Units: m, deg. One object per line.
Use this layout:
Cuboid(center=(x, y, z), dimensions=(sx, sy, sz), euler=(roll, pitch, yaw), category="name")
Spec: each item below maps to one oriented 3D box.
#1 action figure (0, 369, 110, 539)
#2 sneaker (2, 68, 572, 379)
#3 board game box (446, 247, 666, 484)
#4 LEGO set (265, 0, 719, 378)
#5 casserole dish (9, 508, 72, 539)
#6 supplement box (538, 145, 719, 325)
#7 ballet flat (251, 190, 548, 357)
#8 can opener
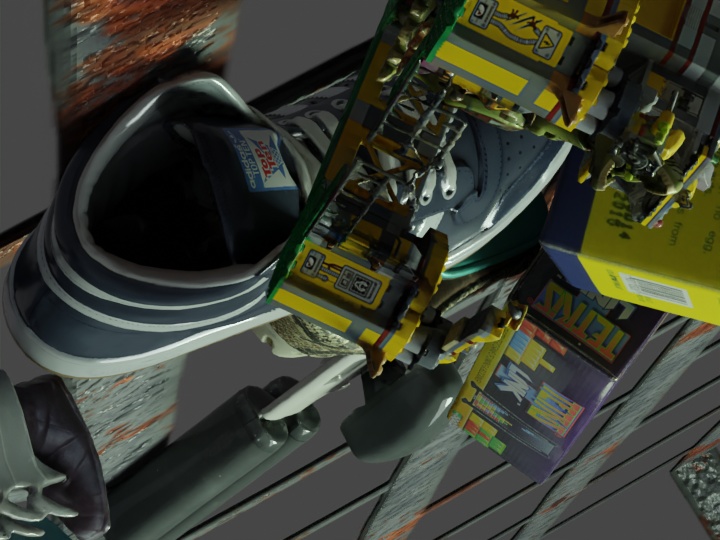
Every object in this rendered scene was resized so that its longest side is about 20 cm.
Cuboid(center=(-0.166, 0.057, 0.819), dimensions=(0.130, 0.070, 0.200), euler=(-17, 171, 36), category="action figure")
Cuboid(center=(-0.010, -0.031, 0.864), dimensions=(0.200, 0.070, 0.109), euler=(-25, 169, -17), category="sneaker")
Cuboid(center=(0.113, -0.010, 1.177), dimensions=(0.165, 0.057, 0.200), euler=(-54, 175, -15), category="board game box")
Cuboid(center=(0.067, -0.048, 0.752), dimensions=(0.200, 0.116, 0.154), euler=(-57, -170, 50), category="LEGO set")
Cuboid(center=(-0.209, 0.159, 1.260), dimensions=(0.200, 0.039, 0.121), euler=(-25, 168, -27), category="casserole dish")
Cuboid(center=(0.174, -0.028, 0.984), dimensions=(0.110, 0.200, 0.109), euler=(38, 68, -78), category="supplement box")
Cuboid(center=(0.000, 0.000, 1.058), dimensions=(0.075, 0.068, 0.200), euler=(-27, 176, 30), category="ballet flat")
Cuboid(center=(-0.036, 0.085, 1.316), dimensions=(0.200, 0.067, 0.053), euler=(-38, 166, 32), category="can opener")
